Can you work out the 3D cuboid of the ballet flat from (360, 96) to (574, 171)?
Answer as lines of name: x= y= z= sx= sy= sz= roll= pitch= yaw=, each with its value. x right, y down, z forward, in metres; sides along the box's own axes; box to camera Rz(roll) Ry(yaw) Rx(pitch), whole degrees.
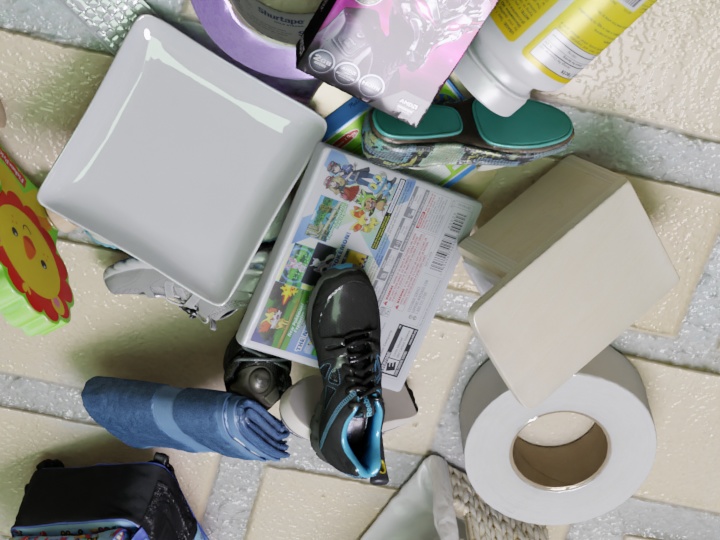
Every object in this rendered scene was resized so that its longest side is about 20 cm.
ballet flat: x=0.094 y=-0.121 z=1.649 sx=0.199 sy=0.074 sz=0.075 roll=2 pitch=124 yaw=-14

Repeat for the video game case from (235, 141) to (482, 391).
video game case: x=0.000 y=0.000 z=1.685 sx=0.182 sy=0.022 sz=0.201 roll=18 pitch=101 yaw=-30

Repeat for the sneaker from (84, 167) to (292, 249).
sneaker: x=-0.164 y=-0.065 z=1.707 sx=0.199 sy=0.077 sz=0.081 roll=-7 pitch=108 yaw=1

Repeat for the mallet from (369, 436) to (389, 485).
mallet: x=-0.002 y=0.107 z=1.750 sx=0.066 sy=0.201 sz=0.041 roll=14 pitch=151 yaw=-31

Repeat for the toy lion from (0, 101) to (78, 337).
toy lion: x=-0.324 y=-0.044 z=1.637 sx=0.068 sy=0.192 sz=0.200 roll=-26 pitch=120 yaw=14

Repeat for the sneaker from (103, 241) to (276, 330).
sneaker: x=-0.158 y=0.019 z=1.719 sx=0.199 sy=0.075 sz=0.082 roll=-1 pitch=99 yaw=27

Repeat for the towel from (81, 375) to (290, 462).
towel: x=-0.174 y=0.148 z=1.785 sx=0.199 sy=0.049 sz=0.112 roll=5 pitch=158 yaw=32

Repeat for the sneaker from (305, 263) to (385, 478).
sneaker: x=-0.003 y=0.093 z=1.656 sx=0.073 sy=0.082 sz=0.201 roll=-10 pitch=109 yaw=-23

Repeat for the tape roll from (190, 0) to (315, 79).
tape roll: x=-0.051 y=-0.269 z=1.574 sx=0.199 sy=0.066 sz=0.201 roll=-1 pitch=124 yaw=-1

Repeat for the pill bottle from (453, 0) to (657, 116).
pill bottle: x=0.172 y=-0.231 z=1.578 sx=0.112 sy=0.113 sz=0.200 roll=37 pitch=115 yaw=-23

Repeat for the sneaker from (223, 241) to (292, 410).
sneaker: x=-0.083 y=0.058 z=1.762 sx=0.076 sy=0.114 sz=0.200 roll=17 pitch=119 yaw=-15

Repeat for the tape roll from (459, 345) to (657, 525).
tape roll: x=0.203 y=0.165 z=1.867 sx=0.201 sy=0.071 sz=0.203 roll=-1 pitch=124 yaw=-1

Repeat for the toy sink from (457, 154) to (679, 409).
toy sink: x=0.175 y=0.009 z=1.699 sx=0.200 sy=0.112 sz=0.131 roll=-40 pitch=121 yaw=-11

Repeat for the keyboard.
keyboard: x=-0.224 y=-0.235 z=1.623 sx=0.056 sy=0.011 sz=0.200 roll=-35 pitch=118 yaw=19

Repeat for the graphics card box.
graphics card box: x=0.043 y=-0.232 z=1.534 sx=0.125 sy=0.051 sz=0.200 roll=25 pitch=120 yaw=-18

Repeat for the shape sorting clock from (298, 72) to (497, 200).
shape sorting clock: x=0.040 y=-0.124 z=1.687 sx=0.199 sy=0.039 sz=0.201 roll=-7 pitch=124 yaw=-10

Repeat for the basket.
basket: x=0.092 y=0.347 z=1.909 sx=0.160 sy=0.199 sz=0.200 roll=27 pitch=118 yaw=-21

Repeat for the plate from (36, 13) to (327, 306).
plate: x=-0.161 y=-0.100 z=1.645 sx=0.199 sy=0.032 sz=0.201 roll=30 pitch=95 yaw=-5

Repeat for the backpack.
backpack: x=-0.250 y=0.299 z=1.892 sx=0.182 sy=0.135 sz=0.200 roll=-6 pitch=133 yaw=24

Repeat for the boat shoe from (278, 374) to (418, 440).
boat shoe: x=-0.031 y=0.153 z=1.797 sx=0.093 sy=0.075 sz=0.200 roll=-37 pitch=157 yaw=31
